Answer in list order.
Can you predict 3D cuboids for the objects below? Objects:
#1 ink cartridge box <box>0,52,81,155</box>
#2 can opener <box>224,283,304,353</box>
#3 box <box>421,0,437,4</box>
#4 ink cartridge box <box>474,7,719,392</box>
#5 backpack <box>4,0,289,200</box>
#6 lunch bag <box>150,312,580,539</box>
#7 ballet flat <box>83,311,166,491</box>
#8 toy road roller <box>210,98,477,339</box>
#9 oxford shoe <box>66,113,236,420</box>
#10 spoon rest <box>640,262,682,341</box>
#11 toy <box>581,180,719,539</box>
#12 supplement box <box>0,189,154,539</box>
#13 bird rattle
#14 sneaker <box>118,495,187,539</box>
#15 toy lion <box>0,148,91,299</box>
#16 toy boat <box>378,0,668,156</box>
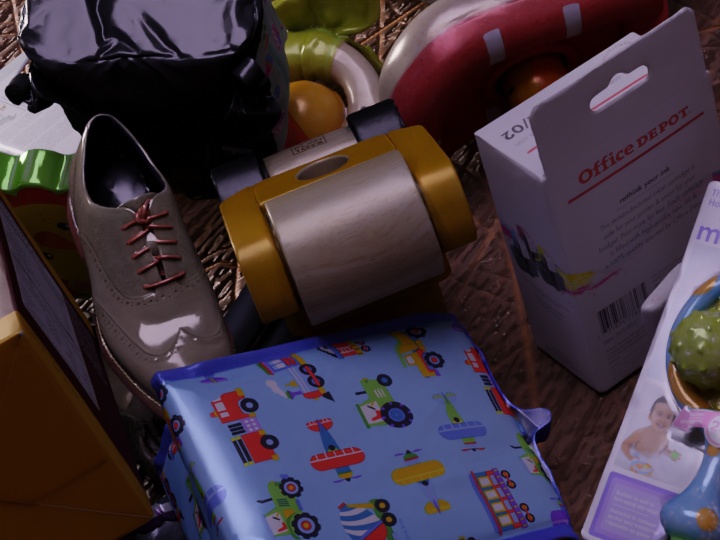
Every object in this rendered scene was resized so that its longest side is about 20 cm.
[{"bbox_3d":[-0.201,-0.140,1.359,0.173,0.044,0.200,20,54,45],"label":"ink cartridge box"},{"bbox_3d":[-0.054,0.018,1.116,0.067,0.053,0.201,-28,24,49],"label":"can opener"},{"bbox_3d":[0.087,-0.298,1.253,0.197,0.172,0.201,15,37,-17],"label":"box"},{"bbox_3d":[0.137,-0.047,0.972,0.115,0.201,0.068,-33,40,-16],"label":"ink cartridge box"},{"bbox_3d":[-0.109,-0.122,1.104,0.165,0.200,0.128,5,71,13],"label":"backpack"},{"bbox_3d":[0.011,0.104,0.915,0.199,0.094,0.151,-18,56,-19],"label":"lunch bag"},{"bbox_3d":[-0.150,0.068,1.088,0.067,0.047,0.200,-32,40,-16],"label":"ballet flat"},{"bbox_3d":[0.000,0.000,1.001,0.122,0.147,0.200,-22,18,-2],"label":"toy road roller"},{"bbox_3d":[-0.122,-0.001,0.993,0.070,0.075,0.201,-20,57,-19],"label":"oxford shoe"},{"bbox_3d":[0.238,0.068,0.922,0.199,0.061,0.099,32,62,30],"label":"spoon rest"},{"bbox_3d":[0.189,0.054,0.880,0.114,0.047,0.201,17,83,29],"label":"toy"},{"bbox_3d":[-0.240,0.077,0.924,0.196,0.133,0.200,-30,33,-1],"label":"supplement box"},{"bbox_3d":[-0.060,-0.115,1.228,0.199,0.113,0.163,-32,56,-9],"label":"bird rattle"},{"bbox_3d":[-0.146,0.193,0.945,0.199,0.075,0.088,-25,71,-17],"label":"sneaker"},{"bbox_3d":[-0.221,-0.025,1.150,0.200,0.191,0.069,-36,39,51],"label":"toy lion"},{"bbox_3d":[0.114,-0.114,1.147,0.198,0.131,0.132,-19,69,-3],"label":"toy boat"}]
